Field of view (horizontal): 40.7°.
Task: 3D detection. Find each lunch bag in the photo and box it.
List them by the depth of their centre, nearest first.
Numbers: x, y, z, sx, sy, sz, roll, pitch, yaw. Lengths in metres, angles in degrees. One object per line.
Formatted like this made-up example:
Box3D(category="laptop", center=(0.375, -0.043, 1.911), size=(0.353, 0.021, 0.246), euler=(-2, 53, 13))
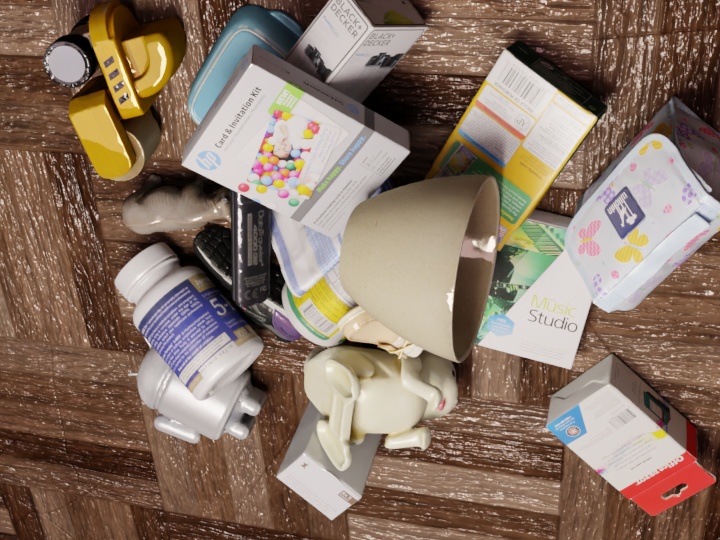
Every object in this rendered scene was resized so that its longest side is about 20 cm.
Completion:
Box3D(category="lunch bag", center=(0.309, -0.066, 1.023), size=(0.127, 0.200, 0.170), euler=(35, 126, -6))

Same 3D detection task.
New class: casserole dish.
Box3D(category="casserole dish", center=(-0.137, -0.223, 1.168), size=(0.121, 0.039, 0.200), euler=(36, 124, -7))

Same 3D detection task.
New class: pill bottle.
Box3D(category="pill bottle", center=(0.000, 0.000, 1.219), size=(0.113, 0.113, 0.200), euler=(41, 125, -10))
Box3D(category="pill bottle", center=(-0.236, 0.065, 1.315), size=(0.200, 0.120, 0.120), euler=(48, 125, 7))

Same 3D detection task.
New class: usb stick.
Box3D(category="usb stick", center=(-0.137, -0.051, 1.210), size=(0.033, 0.055, 0.202), euler=(32, 127, 47))

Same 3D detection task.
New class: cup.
Box3D(category="cup", center=(0.059, -0.012, 1.054), size=(0.142, 0.201, 0.202), euler=(10, 124, 17))

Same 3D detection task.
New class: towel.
Box3D(category="towel", center=(-0.045, -0.079, 1.182), size=(0.024, 0.148, 0.200), euler=(9, 138, -44))

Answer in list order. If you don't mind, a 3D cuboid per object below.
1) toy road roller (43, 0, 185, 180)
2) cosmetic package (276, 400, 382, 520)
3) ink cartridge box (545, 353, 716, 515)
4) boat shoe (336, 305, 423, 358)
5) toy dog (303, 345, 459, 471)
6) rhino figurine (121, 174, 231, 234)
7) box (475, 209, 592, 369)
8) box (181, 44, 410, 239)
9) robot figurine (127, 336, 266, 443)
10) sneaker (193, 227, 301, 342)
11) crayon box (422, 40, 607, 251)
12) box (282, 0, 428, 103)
Box3D(category="toy road roller", center=(-0.272, -0.222, 1.166), size=(0.145, 0.123, 0.201), euler=(-12, 117, 12))
Box3D(category="cosmetic package", center=(-0.031, 0.226, 1.319), size=(0.101, 0.200, 0.074), euler=(40, 125, -9))
Box3D(category="ink cartridge box", center=(0.356, 0.218, 1.269), size=(0.200, 0.067, 0.116), euler=(41, 125, -10))
Box3D(category="boat shoe", center=(0.061, 0.073, 1.200), size=(0.074, 0.199, 0.070), euler=(-44, 59, 41))
Box3D(category="toy dog", center=(0.037, 0.159, 1.269), size=(0.198, 0.194, 0.141), euler=(-5, 108, -27))
Box3D(category="rhino figurine", center=(-0.219, -0.085, 1.251), size=(0.198, 0.088, 0.060), euler=(-3, 122, 18))
Box3D(category="box", center=(0.218, 0.020, 1.208), size=(0.143, 0.036, 0.201), euler=(14, 123, 9))
Box3D(category="box", center=(-0.069, -0.133, 1.054), size=(0.199, 0.041, 0.156), euler=(27, 128, -23))
Box3D(category="robot figurine", center=(-0.237, 0.169, 1.403), size=(0.199, 0.113, 0.171), euler=(28, 98, 0))
Box3D(category="sneaker", center=(-0.155, 0.030, 1.315), size=(0.200, 0.076, 0.088), euler=(38, 131, -8))
Box3D(category="crayon box", center=(0.168, -0.138, 1.098), size=(0.125, 0.052, 0.201), euler=(39, 125, 9))
Box3D(category="box", center=(-0.030, -0.222, 1.078), size=(0.200, 0.116, 0.060), euler=(-44, 75, 33))
